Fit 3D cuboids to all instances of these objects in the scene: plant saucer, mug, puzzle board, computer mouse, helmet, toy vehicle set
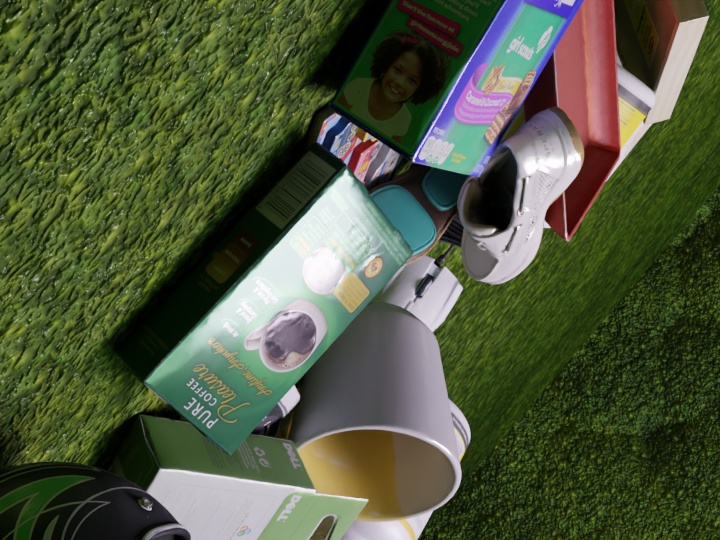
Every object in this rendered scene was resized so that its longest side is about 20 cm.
[{"bbox_3d":[0.169,-0.153,1.179,0.200,0.036,0.201,-49,137,-57],"label":"plant saucer"},{"bbox_3d":[-0.006,0.116,1.258,0.150,0.185,0.154,61,24,-47],"label":"mug"},{"bbox_3d":[-0.006,-0.074,1.094,0.151,0.017,0.201,-39,162,-39],"label":"puzzle board"},{"bbox_3d":[0.056,0.021,1.357,0.200,0.109,0.044,-57,-178,43],"label":"computer mouse"},{"bbox_3d":[-0.196,0.211,0.875,0.198,0.192,0.201,-9,147,-6],"label":"helmet"},{"bbox_3d":[0.264,-0.231,1.322,0.026,0.125,0.200,-15,161,-3],"label":"toy vehicle set"}]

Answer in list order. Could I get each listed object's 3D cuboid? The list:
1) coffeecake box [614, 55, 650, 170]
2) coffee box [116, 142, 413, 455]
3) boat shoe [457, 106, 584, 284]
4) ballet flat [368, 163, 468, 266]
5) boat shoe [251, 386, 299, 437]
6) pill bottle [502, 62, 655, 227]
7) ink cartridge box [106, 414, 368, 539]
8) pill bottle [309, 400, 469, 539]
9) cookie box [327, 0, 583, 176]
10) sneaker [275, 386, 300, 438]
[{"bbox_3d":[0.253,-0.154,1.569,0.200,0.073,0.153,-51,165,2],"label":"coffeecake box"},{"bbox_3d":[-0.063,0.021,1.008,0.200,0.044,0.123,-48,141,-5],"label":"coffee box"},{"bbox_3d":[0.104,-0.050,1.127,0.069,0.071,0.200,-20,154,-25],"label":"boat shoe"},{"bbox_3d":[0.034,-0.045,1.164,0.072,0.068,0.200,-38,-176,46],"label":"ballet flat"},{"bbox_3d":[-0.097,0.111,1.188,0.066,0.070,0.200,-48,173,-16],"label":"boat shoe"},{"bbox_3d":[0.170,-0.112,1.343,0.200,0.112,0.112,-54,165,12],"label":"pill bottle"},{"bbox_3d":[-0.105,0.183,1.148,0.199,0.059,0.104,14,120,-36],"label":"ink cartridge box"},{"bbox_3d":[0.014,0.206,1.370,0.200,0.112,0.112,-57,170,-30],"label":"pill bottle"},{"bbox_3d":[0.082,-0.170,0.977,0.201,0.075,0.171,-60,164,10],"label":"cookie box"},{"bbox_3d":[-0.067,0.149,1.393,0.200,0.073,0.078,-40,147,-57],"label":"sneaker"}]
